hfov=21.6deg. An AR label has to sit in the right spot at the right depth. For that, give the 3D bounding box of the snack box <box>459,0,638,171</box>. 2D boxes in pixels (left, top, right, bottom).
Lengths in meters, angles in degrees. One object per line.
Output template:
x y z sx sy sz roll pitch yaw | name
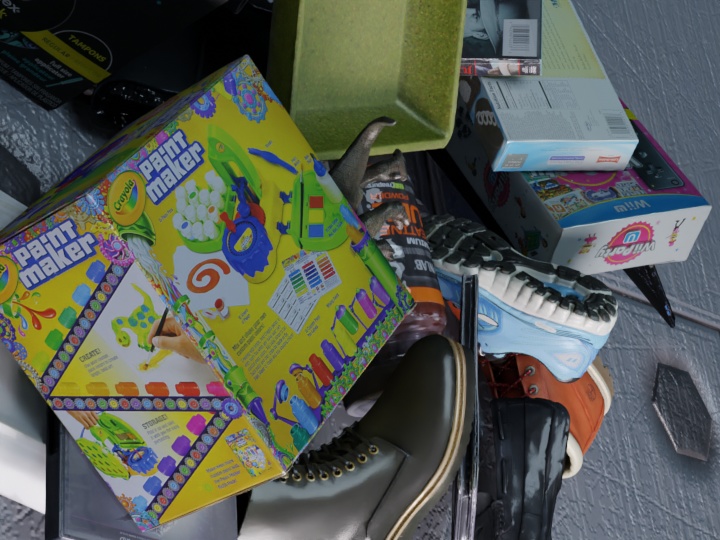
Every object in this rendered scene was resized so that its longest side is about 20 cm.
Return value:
0.132 -0.163 1.502 0.116 0.037 0.200 -1 51 -22 | snack box

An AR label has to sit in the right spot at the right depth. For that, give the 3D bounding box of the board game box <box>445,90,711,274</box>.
0.164 -0.086 1.519 0.147 0.064 0.200 -9 48 -29 | board game box

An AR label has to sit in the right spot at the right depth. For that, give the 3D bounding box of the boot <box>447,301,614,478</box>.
0.127 0.074 1.499 0.200 0.075 0.107 48 44 -22 | boot

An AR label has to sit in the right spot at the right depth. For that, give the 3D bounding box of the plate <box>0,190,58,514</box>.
-0.195 0.044 1.142 0.200 0.032 0.200 32 45 -37 | plate

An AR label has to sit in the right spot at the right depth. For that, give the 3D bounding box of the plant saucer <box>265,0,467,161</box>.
0.001 -0.180 1.287 0.200 0.048 0.200 -11 110 -54 | plant saucer

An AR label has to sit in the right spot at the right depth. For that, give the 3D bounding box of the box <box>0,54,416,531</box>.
-0.097 0.010 1.125 0.193 0.122 0.200 56 36 -12 | box

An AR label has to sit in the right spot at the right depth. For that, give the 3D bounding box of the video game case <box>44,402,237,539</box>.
-0.133 0.085 1.154 0.143 0.019 0.200 25 50 -43 | video game case

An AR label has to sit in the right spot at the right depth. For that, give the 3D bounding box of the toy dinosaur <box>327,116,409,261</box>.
-0.023 -0.032 1.240 0.102 0.200 0.077 -22 84 -31 | toy dinosaur

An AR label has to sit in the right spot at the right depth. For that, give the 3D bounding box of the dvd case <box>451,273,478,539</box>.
0.075 0.124 1.348 0.149 0.016 0.200 91 3 -45 | dvd case

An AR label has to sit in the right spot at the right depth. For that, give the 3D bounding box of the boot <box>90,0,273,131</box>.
-0.095 -0.124 1.332 0.200 0.076 0.168 31 43 -28 | boot

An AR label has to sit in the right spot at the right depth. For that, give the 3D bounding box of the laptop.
0.160 -0.032 1.586 0.177 0.103 0.200 55 -1 35 | laptop

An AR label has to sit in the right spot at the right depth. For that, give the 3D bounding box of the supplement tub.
0.000 0.000 1.352 0.107 0.107 0.200 4 66 -51 | supplement tub

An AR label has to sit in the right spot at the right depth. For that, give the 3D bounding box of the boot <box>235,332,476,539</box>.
-0.014 0.121 1.224 0.138 0.077 0.200 25 84 -36 | boot

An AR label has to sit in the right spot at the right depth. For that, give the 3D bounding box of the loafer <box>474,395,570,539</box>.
0.111 0.189 1.417 0.068 0.070 0.201 79 21 -63 | loafer

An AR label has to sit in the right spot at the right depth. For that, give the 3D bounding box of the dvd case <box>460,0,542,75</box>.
0.044 -0.212 1.488 0.022 0.200 0.146 81 10 -53 | dvd case

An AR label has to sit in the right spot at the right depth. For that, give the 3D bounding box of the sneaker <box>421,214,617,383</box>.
0.091 0.027 1.426 0.200 0.090 0.078 27 31 23 | sneaker

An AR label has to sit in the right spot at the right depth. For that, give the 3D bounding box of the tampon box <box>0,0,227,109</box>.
-0.173 -0.224 1.192 0.150 0.200 0.126 37 43 -32 | tampon box

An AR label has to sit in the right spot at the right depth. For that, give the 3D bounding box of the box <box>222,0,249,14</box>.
-0.122 -0.300 1.328 0.200 0.104 0.148 33 38 -4 | box
